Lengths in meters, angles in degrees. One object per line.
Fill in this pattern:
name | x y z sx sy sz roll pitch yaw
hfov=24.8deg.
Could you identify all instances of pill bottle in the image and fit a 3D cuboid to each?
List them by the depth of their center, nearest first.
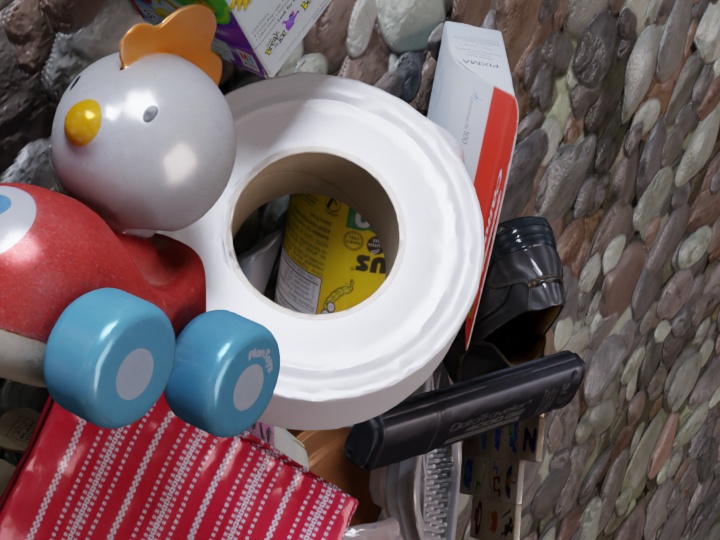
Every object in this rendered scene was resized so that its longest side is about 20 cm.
pill bottle | 0.000 0.000 1.114 0.112 0.112 0.202 -23 132 -48

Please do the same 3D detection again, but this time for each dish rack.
dish rack | 0.046 0.162 1.300 0.201 0.043 0.173 75 18 -49

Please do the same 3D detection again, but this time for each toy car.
toy car | -0.128 -0.044 0.819 0.176 0.183 0.202 15 95 -59

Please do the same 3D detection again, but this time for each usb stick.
usb stick | 0.077 0.097 1.155 0.198 0.033 0.056 -13 142 -34

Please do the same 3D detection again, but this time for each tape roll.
tape roll | -0.030 -0.010 0.965 0.203 0.202 0.071 -52 174 -19

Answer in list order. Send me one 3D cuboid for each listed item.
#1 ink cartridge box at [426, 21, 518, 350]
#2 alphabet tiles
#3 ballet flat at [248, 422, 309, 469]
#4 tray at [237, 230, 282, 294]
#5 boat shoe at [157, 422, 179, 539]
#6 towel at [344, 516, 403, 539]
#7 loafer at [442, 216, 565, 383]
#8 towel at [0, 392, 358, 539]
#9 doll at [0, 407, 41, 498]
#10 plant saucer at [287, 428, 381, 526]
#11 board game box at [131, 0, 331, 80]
ink cartridge box | 0.067 -0.063 1.131 0.200 0.047 0.162 -86 -174 -63
alphabet tiles | 0.114 0.116 1.307 0.007 0.167 0.202 6 84 -16
ballet flat | -0.073 0.144 1.106 0.201 0.070 0.070 106 -13 -52
tray | -0.099 0.072 1.077 0.107 0.022 0.202 -53 162 -77
boat shoe | -0.137 0.112 0.990 0.072 0.067 0.202 43 39 -66
towel | -0.038 0.284 1.102 0.189 0.202 0.032 -13 165 -8
loafer | 0.105 0.046 1.219 0.072 0.073 0.201 -12 149 -14
towel | -0.108 0.147 0.936 0.199 0.022 0.146 32 71 -16
doll | -0.193 0.176 1.011 0.137 0.048 0.201 -64 160 -44
plant saucer | -0.042 0.194 1.268 0.200 0.032 0.202 -34 139 -35
board game box | -0.086 -0.209 0.827 0.105 0.102 0.200 -54 149 -15
